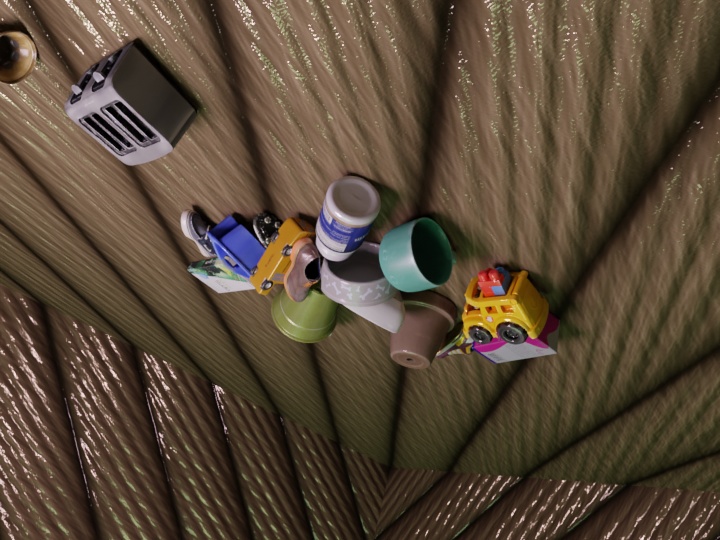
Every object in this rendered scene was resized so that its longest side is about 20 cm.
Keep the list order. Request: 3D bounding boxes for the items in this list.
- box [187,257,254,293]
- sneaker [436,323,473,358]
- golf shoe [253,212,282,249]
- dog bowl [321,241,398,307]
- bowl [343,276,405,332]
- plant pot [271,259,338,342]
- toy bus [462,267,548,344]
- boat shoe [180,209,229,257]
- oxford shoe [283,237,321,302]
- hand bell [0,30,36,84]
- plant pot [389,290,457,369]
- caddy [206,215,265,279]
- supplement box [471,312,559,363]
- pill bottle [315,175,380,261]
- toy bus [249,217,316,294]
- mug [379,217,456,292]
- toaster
[{"bbox_3d":[-0.439,0.016,1.609,0.200,0.036,0.144,-9,141,38],"label":"box"},{"bbox_3d":[0.295,0.231,1.523,0.090,0.075,0.200,26,151,-3],"label":"sneaker"},{"bbox_3d":[-0.228,-0.072,1.308,0.088,0.077,0.200,7,148,36],"label":"golf shoe"},{"bbox_3d":[0.000,0.000,1.189,0.200,0.200,0.059,11,128,12],"label":"dog bowl"},{"bbox_3d":[0.032,0.053,1.291,0.200,0.200,0.075,32,109,-20],"label":"bowl"},{"bbox_3d":[-0.131,0.071,1.403,0.200,0.200,0.190,23,139,-8],"label":"plant pot"},{"bbox_3d":[0.317,0.070,1.200,0.200,0.136,0.192,-10,127,44],"label":"toy bus"},{"bbox_3d":[-0.410,-0.100,1.375,0.092,0.075,0.200,5,156,9],"label":"boat shoe"},{"bbox_3d":[-0.138,0.017,1.223,0.073,0.071,0.200,48,144,31],"label":"oxford shoe"},{"bbox_3d":[-0.749,-0.454,0.968,0.200,0.104,0.104,30,151,5],"label":"hand bell"},{"bbox_3d":[0.160,0.174,1.402,0.200,0.175,0.200,13,150,8],"label":"plant pot"},{"bbox_3d":[-0.318,-0.046,1.313,0.141,0.105,0.200,34,166,42],"label":"caddy"},{"bbox_3d":[0.409,0.170,1.329,0.101,0.104,0.200,34,148,-24],"label":"supplement box"},{"bbox_3d":[-0.035,-0.106,1.100,0.115,0.116,0.200,21,151,-5],"label":"pill bottle"},{"bbox_3d":[-0.193,-0.033,1.236,0.078,0.200,0.065,8,-147,-52],"label":"toy bus"},{"bbox_3d":[0.124,-0.020,1.113,0.114,0.152,0.185,-16,133,41],"label":"mug"},{"bbox_3d":[-0.440,-0.311,0.978,0.180,0.119,0.200,-4,144,35],"label":"toaster"}]
